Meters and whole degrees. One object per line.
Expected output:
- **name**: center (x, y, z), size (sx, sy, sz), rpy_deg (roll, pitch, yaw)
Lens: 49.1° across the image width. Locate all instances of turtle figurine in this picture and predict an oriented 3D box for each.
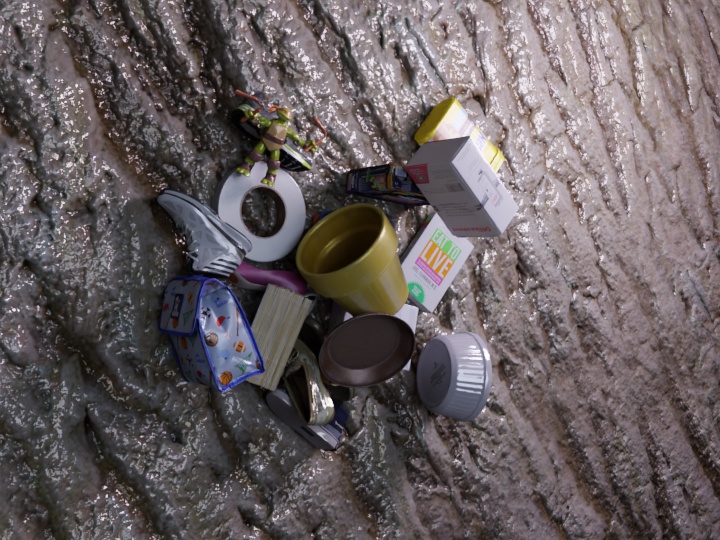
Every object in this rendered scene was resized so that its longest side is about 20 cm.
- **turtle figurine**: center (-0.178, -0.253, 1.514), size (0.199, 0.064, 0.162), rpy_deg (21, 103, -30)

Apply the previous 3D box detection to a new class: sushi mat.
- **sushi mat**: center (-0.172, 0.131, 1.539), size (0.095, 0.012, 0.201), rpy_deg (21, 96, -15)

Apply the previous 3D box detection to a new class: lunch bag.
- **lunch bag**: center (-0.284, 0.108, 1.444), size (0.124, 0.170, 0.201), rpy_deg (-24, 104, -34)

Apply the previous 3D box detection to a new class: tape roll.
- **tape roll**: center (-0.203, -0.117, 1.585), size (0.202, 0.037, 0.204), rpy_deg (0, 90, -35)

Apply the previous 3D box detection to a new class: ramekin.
- **ramekin**: center (0.203, 0.235, 1.778), size (0.094, 0.202, 0.203), rpy_deg (9, 84, -24)

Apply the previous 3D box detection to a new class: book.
- **book**: center (0.163, -0.020, 1.843), size (0.134, 0.048, 0.200), rpy_deg (43, 68, -23)

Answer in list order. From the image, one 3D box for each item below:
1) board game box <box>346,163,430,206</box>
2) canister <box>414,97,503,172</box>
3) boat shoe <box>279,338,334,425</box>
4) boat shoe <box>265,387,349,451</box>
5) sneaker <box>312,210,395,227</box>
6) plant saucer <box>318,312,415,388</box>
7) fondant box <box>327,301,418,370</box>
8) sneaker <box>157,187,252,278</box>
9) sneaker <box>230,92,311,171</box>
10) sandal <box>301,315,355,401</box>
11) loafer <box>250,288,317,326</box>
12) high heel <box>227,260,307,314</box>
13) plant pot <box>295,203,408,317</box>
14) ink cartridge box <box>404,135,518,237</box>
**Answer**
- **board game box**: center (0.097, -0.183, 1.719), size (0.199, 0.165, 0.057), rpy_deg (7, 85, -35)
- **canister**: center (0.233, -0.290, 1.868), size (0.200, 0.086, 0.149), rpy_deg (45, 65, -24)
- **boat shoe**: center (-0.118, 0.216, 1.566), size (0.063, 0.073, 0.200), rpy_deg (6, 45, -51)
- **boat shoe**: center (-0.107, 0.284, 1.635), size (0.200, 0.074, 0.093), rpy_deg (48, 50, -26)
- **sneaker**: center (-0.003, -0.094, 1.700), size (0.199, 0.078, 0.076), rpy_deg (-5, 93, -35)
- **plant saucer**: center (0.011, 0.153, 1.581), size (0.199, 0.037, 0.201), rpy_deg (-8, 129, -10)
- **fondant box**: center (0.026, 0.133, 1.730), size (0.199, 0.058, 0.145), rpy_deg (16, 79, -35)
- **sneaker**: center (-0.310, -0.059, 1.459), size (0.200, 0.076, 0.116), rpy_deg (36, 66, -8)
- **sneaker**: center (-0.165, -0.278, 1.595), size (0.200, 0.074, 0.081), rpy_deg (44, 63, -28)
- **sandal**: center (-0.081, 0.190, 1.639), size (0.054, 0.080, 0.201), rpy_deg (-36, 103, -41)
- **loafer**: center (-0.165, 0.109, 1.587), size (0.200, 0.070, 0.070), rpy_deg (-50, 117, -25)
- **high heel**: center (-0.199, -0.002, 1.560), size (0.200, 0.067, 0.096), rpy_deg (38, 64, -16)
- **plant pot**: center (0.000, 0.000, 1.581), size (0.201, 0.200, 0.189), rpy_deg (-53, 131, -24)
- **ink cartridge box**: center (0.206, -0.166, 1.606), size (0.200, 0.146, 0.083), rpy_deg (50, 64, -26)
